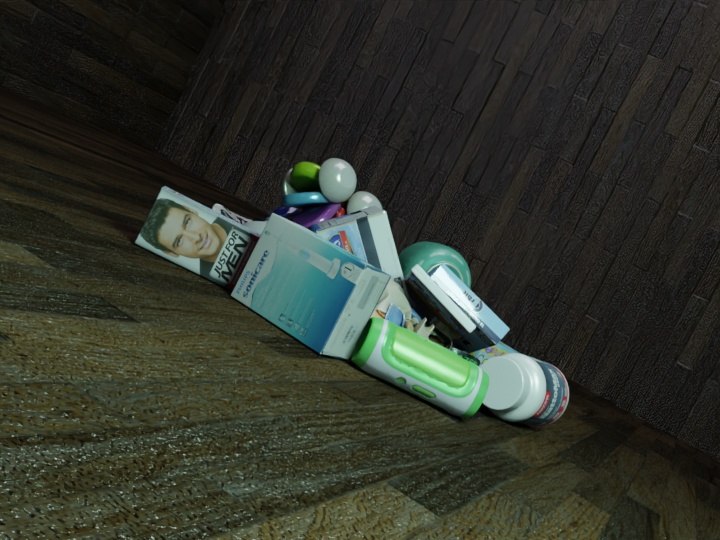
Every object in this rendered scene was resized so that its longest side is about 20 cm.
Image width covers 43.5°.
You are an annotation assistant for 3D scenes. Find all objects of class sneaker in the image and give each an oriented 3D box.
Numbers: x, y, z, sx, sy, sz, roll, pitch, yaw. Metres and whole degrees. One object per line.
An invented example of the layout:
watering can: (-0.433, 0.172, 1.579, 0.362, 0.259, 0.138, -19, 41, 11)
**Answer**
sneaker: (-0.271, -0.087, 2.018, 0.129, 0.080, 0.199, 19, -7, 1)

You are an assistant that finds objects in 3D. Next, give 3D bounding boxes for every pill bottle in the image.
pill bottle: (0.282, 0.209, 1.593, 0.119, 0.120, 0.200, 29, 5, 33)

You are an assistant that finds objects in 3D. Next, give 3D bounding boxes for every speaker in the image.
speaker: (0.090, 0.145, 1.354, 0.199, 0.089, 0.088, 27, 4, -8)

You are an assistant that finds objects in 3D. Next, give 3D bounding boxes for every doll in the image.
doll: (-0.199, -0.079, 1.786, 0.136, 0.200, 0.049, -5, -63, 51)

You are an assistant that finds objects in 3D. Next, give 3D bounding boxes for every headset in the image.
headset: (0.145, 0.144, 1.696, 0.123, 0.095, 0.200, 26, -13, -28)

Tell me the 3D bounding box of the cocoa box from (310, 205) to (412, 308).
cocoa box: (0.000, 0.000, 1.618, 0.130, 0.201, 0.133, -16, 9, -5)

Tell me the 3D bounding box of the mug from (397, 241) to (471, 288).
mug: (0.147, 0.037, 1.845, 0.151, 0.186, 0.114, 4, 5, -17)

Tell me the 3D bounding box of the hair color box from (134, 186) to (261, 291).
hair color box: (-0.247, -0.045, 1.447, 0.199, 0.099, 0.061, 27, 4, -9)

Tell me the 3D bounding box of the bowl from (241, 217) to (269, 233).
bowl: (-0.154, -0.036, 1.661, 0.200, 0.091, 0.201, 26, -13, 7)

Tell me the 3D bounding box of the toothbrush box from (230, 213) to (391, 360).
toothbrush box: (-0.077, 0.023, 1.365, 0.199, 0.147, 0.085, 28, 3, 31)

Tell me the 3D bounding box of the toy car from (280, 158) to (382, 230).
toy car: (-0.073, -0.111, 1.729, 0.174, 0.150, 0.200, -3, -44, 47)

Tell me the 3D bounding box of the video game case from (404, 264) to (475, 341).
video game case: (0.131, 0.061, 1.570, 0.143, 0.017, 0.200, 47, -8, 4)

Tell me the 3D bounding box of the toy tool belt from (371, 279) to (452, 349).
toy tool belt: (0.070, 0.117, 1.512, 0.200, 0.125, 0.123, 40, 20, -21)

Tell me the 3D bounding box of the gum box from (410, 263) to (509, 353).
gum box: (0.170, 0.077, 1.683, 0.170, 0.045, 0.200, 45, -17, -1)

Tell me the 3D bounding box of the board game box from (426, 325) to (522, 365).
board game box: (0.221, 0.167, 1.869, 0.105, 0.103, 0.200, 27, 3, -29)
